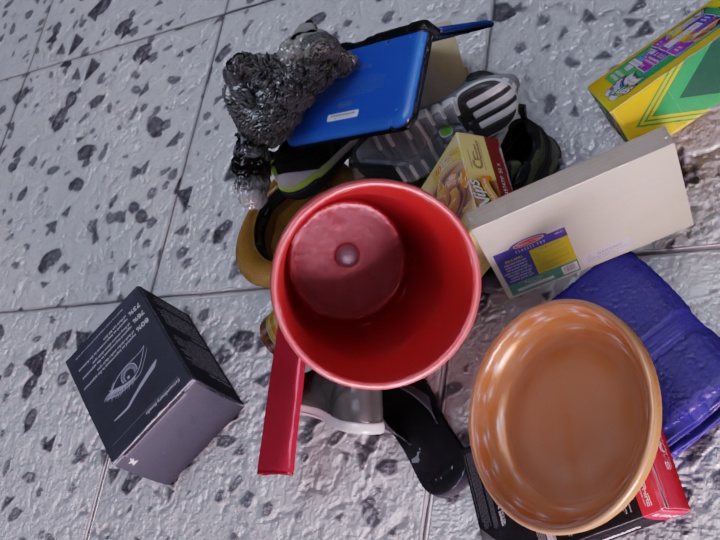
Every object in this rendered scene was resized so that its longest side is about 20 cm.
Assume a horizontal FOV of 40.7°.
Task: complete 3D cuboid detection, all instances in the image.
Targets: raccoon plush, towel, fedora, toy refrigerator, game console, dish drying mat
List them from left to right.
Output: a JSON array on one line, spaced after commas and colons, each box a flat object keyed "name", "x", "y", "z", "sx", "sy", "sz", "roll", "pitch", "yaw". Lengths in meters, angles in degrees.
[{"name": "dish drying mat", "x": -0.080, "y": 0.124, "z": 1.070, "sx": 0.077, "sy": 0.018, "sz": 0.201, "roll": -21, "pitch": 58, "yaw": 60}, {"name": "raccoon plush", "x": -0.068, "y": -0.169, "z": 1.061, "sx": 0.133, "sy": 0.097, "sz": 0.202, "roll": 2, "pitch": 104, "yaw": 33}, {"name": "fedora", "x": -0.065, "y": -0.048, "z": 1.214, "sx": 0.200, "sy": 0.082, "sz": 0.202, "roll": -24, "pitch": 45, "yaw": 26}, {"name": "game console", "x": 0.032, "y": -0.210, "z": 1.096, "sx": 0.199, "sy": 0.118, "sz": 0.172, "roll": -2, "pitch": 72, "yaw": 46}, {"name": "toy refrigerator", "x": 0.106, "y": -0.200, "z": 1.173, "sx": 0.069, "sy": 0.076, "sz": 0.201, "roll": -13, "pitch": 56, "yaw": 6}, {"name": "towel", "x": 0.263, "y": 0.086, "z": 0.938, "sx": 0.147, "sy": 0.050, "sz": 0.200, "roll": -37, "pitch": 49, "yaw": 4}]

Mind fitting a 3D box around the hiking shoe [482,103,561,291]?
[{"name": "hiking shoe", "x": 0.152, "y": -0.079, "z": 1.065, "sx": 0.075, "sy": 0.101, "sz": 0.201, "roll": 9, "pitch": 71, "yaw": 37}]

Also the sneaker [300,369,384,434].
[{"name": "sneaker", "x": -0.031, "y": 0.114, "z": 1.075, "sx": 0.200, "sy": 0.070, "sz": 0.100, "roll": 7, "pitch": 91, "yaw": 59}]

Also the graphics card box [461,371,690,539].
[{"name": "graphics card box", "x": 0.188, "y": 0.189, "z": 0.884, "sx": 0.200, "sy": 0.051, "sz": 0.126, "roll": -36, "pitch": 55, "yaw": 37}]

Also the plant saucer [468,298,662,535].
[{"name": "plant saucer", "x": 0.178, "y": 0.126, "z": 0.846, "sx": 0.200, "sy": 0.037, "sz": 0.202, "roll": -19, "pitch": 65, "yaw": 45}]

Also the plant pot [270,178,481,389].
[{"name": "plant pot", "x": 0.000, "y": 0.000, "z": 0.969, "sx": 0.201, "sy": 0.200, "sz": 0.177, "roll": -51, "pitch": 14, "yaw": 1}]

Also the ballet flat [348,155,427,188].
[{"name": "ballet flat", "x": 0.024, "y": -0.120, "z": 1.196, "sx": 0.071, "sy": 0.071, "sz": 0.200, "roll": -47, "pitch": 51, "yaw": 5}]

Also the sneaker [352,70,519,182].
[{"name": "sneaker", "x": 0.092, "y": -0.163, "z": 1.077, "sx": 0.199, "sy": 0.075, "sz": 0.116, "roll": -19, "pitch": 18, "yaw": 28}]

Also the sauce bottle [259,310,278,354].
[{"name": "sauce bottle", "x": -0.037, "y": 0.032, "z": 1.133, "sx": 0.200, "sy": 0.066, "sz": 0.066, "roll": -41, "pitch": 47, "yaw": 32}]

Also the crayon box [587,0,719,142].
[{"name": "crayon box", "x": 0.322, "y": -0.200, "z": 0.968, "sx": 0.172, "sy": 0.058, "sz": 0.200, "roll": -35, "pitch": 10, "yaw": 16}]

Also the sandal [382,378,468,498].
[{"name": "sandal", "x": 0.051, "y": 0.155, "z": 1.048, "sx": 0.076, "sy": 0.043, "sz": 0.200, "roll": -47, "pitch": 48, "yaw": 5}]

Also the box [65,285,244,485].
[{"name": "box", "x": -0.264, "y": 0.145, "z": 1.236, "sx": 0.148, "sy": 0.104, "sz": 0.200, "roll": -45, "pitch": 49, "yaw": 6}]

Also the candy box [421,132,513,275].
[{"name": "candy box", "x": 0.094, "y": -0.038, "z": 1.044, "sx": 0.200, "sy": 0.055, "sz": 0.116, "roll": 121, "pitch": 148, "yaw": -49}]

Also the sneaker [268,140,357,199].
[{"name": "sneaker", "x": -0.044, "y": -0.174, "z": 1.173, "sx": 0.071, "sy": 0.083, "sz": 0.200, "roll": 5, "pitch": 50, "yaw": 43}]

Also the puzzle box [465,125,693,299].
[{"name": "puzzle box", "x": 0.212, "y": -0.050, "z": 0.935, "sx": 0.199, "sy": 0.133, "sz": 0.026, "roll": -23, "pitch": 52, "yaw": 12}]
